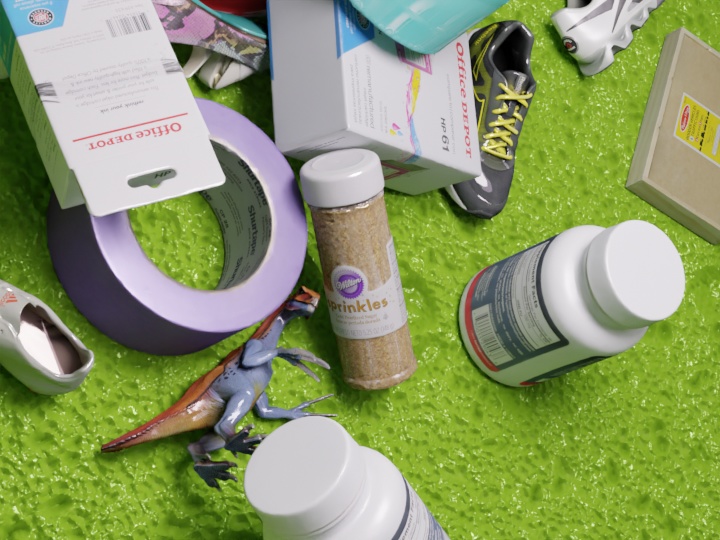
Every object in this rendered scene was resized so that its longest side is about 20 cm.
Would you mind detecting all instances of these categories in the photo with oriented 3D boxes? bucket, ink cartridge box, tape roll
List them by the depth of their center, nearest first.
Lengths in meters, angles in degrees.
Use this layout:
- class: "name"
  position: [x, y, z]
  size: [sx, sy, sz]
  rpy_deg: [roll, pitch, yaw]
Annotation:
- class: "ink cartridge box"
  position: [-0.194, -0.124, 1.416]
  size: [0.116, 0.067, 0.200]
  rpy_deg: [-16, 70, -23]
- class: "tape roll"
  position: [-0.149, -0.036, 1.507]
  size: [0.200, 0.085, 0.200]
  rpy_deg: [12, 68, -30]
- class: "bucket"
  position: [0.056, -0.294, 1.566]
  size: [0.207, 0.135, 0.207]
  rpy_deg: [38, 28, -24]
- class: "ink cartridge box"
  position: [0.015, -0.159, 1.622]
  size: [0.200, 0.085, 0.145]
  rpy_deg: [15, 66, -52]

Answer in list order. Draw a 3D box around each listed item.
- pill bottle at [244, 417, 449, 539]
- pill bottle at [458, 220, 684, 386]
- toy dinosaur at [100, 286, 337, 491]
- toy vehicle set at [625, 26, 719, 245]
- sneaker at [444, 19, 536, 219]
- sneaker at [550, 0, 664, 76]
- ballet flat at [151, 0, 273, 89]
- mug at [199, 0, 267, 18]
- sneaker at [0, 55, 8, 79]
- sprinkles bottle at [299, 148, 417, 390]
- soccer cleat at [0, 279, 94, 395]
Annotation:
- class: "pill bottle"
  position: [-0.007, 0.209, 1.443]
  size: [0.200, 0.119, 0.120]
  rpy_deg: [55, 48, -40]
- class: "pill bottle"
  position: [0.190, 0.026, 1.640]
  size: [0.119, 0.200, 0.120]
  rpy_deg: [11, 68, -31]
- class: "toy dinosaur"
  position: [-0.095, 0.080, 1.507]
  size: [0.200, 0.105, 0.182]
  rpy_deg: [17, 44, -15]
- class: "toy vehicle set"
  position: [0.351, -0.141, 1.912]
  size: [0.124, 0.027, 0.200]
  rpy_deg: [31, 59, -21]
- class: "sneaker"
  position: [0.121, -0.148, 1.724]
  size: [0.074, 0.085, 0.200]
  rpy_deg: [12, 68, -29]
- class: "sneaker"
  position: [0.262, -0.292, 1.874]
  size: [0.089, 0.074, 0.200]
  rpy_deg: [48, 54, -13]
- class: "ballet flat"
  position: [-0.131, -0.195, 1.572]
  size: [0.200, 0.069, 0.071]
  rpy_deg: [15, 102, -56]
- class: "mug"
  position: [-0.086, -0.333, 1.614]
  size: [0.177, 0.133, 0.200]
  rpy_deg: [-2, 78, -10]
- class: "sneaker"
  position: [-0.259, -0.261, 1.511]
  size: [0.118, 0.074, 0.200]
  rpy_deg: [52, 56, -16]
- class: "sprinkles bottle"
  position: [0.000, 0.000, 1.555]
  size: [0.068, 0.068, 0.200]
  rpy_deg: [-30, 119, -37]
- class: "soccer cleat"
  position: [-0.289, 0.027, 1.395]
  size: [0.200, 0.078, 0.069]
  rpy_deg: [34, 58, -20]
